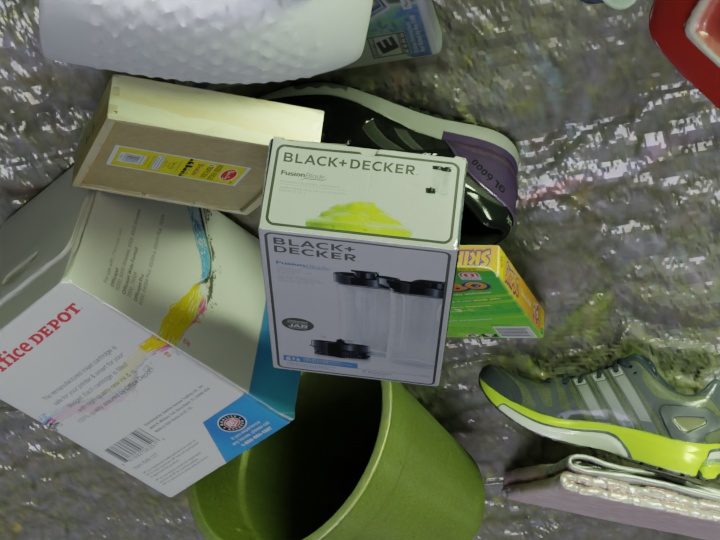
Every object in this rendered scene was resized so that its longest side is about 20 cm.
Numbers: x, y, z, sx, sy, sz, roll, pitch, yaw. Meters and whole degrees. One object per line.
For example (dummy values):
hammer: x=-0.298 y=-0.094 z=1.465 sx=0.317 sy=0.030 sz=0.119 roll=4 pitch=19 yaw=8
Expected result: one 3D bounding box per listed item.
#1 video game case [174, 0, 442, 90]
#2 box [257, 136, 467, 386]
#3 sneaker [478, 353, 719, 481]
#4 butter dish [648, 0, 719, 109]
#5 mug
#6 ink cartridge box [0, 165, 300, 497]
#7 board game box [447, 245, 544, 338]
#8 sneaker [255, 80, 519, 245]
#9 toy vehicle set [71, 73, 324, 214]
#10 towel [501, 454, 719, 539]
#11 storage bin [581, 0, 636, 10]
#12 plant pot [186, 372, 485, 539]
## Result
video game case: x=-0.060 y=-0.202 z=0.988 sx=0.181 sy=0.022 sz=0.201 roll=-7 pitch=135 yaw=15
box: x=0.000 y=0.000 z=0.975 sx=0.116 sy=0.060 sz=0.200 roll=7 pitch=154 yaw=2
sneaker: x=0.189 y=0.100 z=1.242 sx=0.199 sy=0.081 sz=0.074 roll=15 pitch=179 yaw=14
butter dish: x=0.296 y=-0.159 z=0.907 sx=0.200 sy=0.147 sz=0.200 roll=47 pitch=139 yaw=20
mug: x=-0.077 y=-0.171 z=0.869 sx=0.174 sy=0.200 sz=0.149 roll=9 pitch=101 yaw=-4
ink cartridge box: x=-0.160 y=0.036 z=1.161 sx=0.200 sy=0.145 sz=0.147 roll=36 pitch=131 yaw=-27
board game box: x=0.066 y=0.015 z=1.126 sx=0.095 sy=0.030 sz=0.200 roll=0 pitch=168 yaw=16
sneaker: x=0.009 y=-0.065 z=1.074 sx=0.199 sy=0.088 sz=0.076 roll=9 pitch=137 yaw=-2
toy vehicle set: x=-0.108 y=-0.074 z=1.002 sx=0.124 sy=0.027 sz=0.200 roll=9 pitch=169 yaw=-15
towel: x=0.230 y=0.185 z=1.290 sx=0.199 sy=0.032 sz=0.191 roll=13 pitch=168 yaw=-6
storage bin: x=0.075 y=-0.250 z=0.853 sx=0.134 sy=0.146 sz=0.200 roll=8 pitch=145 yaw=41
plant pot: x=-0.001 y=0.160 z=1.263 sx=0.199 sy=0.201 sz=0.190 roll=-25 pitch=141 yaw=29
